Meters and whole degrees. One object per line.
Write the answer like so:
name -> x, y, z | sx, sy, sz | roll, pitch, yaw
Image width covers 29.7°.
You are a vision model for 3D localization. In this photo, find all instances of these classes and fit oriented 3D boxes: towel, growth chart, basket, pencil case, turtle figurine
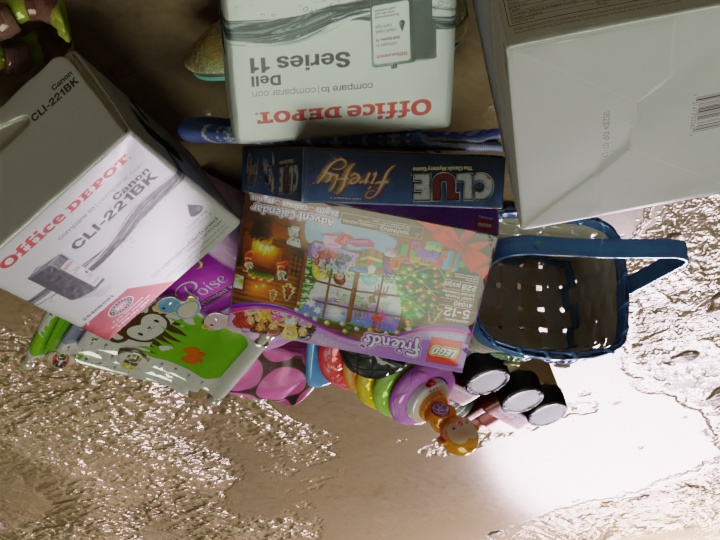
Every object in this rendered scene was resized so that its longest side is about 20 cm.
towel -> -0.013, -0.098, 0.965 | 0.198, 0.024, 0.144 | 5, -173, 29
growth chart -> -0.183, 0.062, 1.172 | 0.198, 0.018, 0.145 | 14, 139, -15
basket -> 0.172, 0.010, 1.201 | 0.174, 0.141, 0.200 | 3, 159, -15
pencil case -> -0.127, 0.073, 1.301 | 0.199, 0.092, 0.094 | 17, 135, -39
turtle figurine -> -0.273, -0.142, 0.916 | 0.159, 0.065, 0.201 | -12, 140, -9

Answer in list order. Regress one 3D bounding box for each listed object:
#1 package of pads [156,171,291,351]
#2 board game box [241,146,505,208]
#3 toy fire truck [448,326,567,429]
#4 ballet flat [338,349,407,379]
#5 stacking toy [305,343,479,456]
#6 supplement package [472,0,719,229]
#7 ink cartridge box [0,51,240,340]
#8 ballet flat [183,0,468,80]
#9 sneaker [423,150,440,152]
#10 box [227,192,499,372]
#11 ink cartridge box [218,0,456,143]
package of pads -> -0.104, -0.002, 1.185 | 0.120, 0.076, 0.199 | -29, 144, 28
board game box -> 0.001, -0.066, 0.937 | 0.134, 0.035, 0.200 | 1, -175, -15
toy fire truck -> 0.085, 0.118, 1.413 | 0.199, 0.130, 0.175 | -35, 141, 23
ballet flat -> -0.015, 0.001, 1.149 | 0.056, 0.067, 0.201 | -12, 114, 36
stacking toy -> 0.043, 0.102, 1.249 | 0.115, 0.200, 0.111 | -15, 131, -30
supplement package -> 0.145, -0.169, 0.829 | 0.145, 0.202, 0.192 | -10, 151, 4
ink cartridge box -> -0.194, -0.046, 0.974 | 0.144, 0.084, 0.200 | -41, 156, 3
ballet flat -> -0.025, -0.176, 0.925 | 0.197, 0.071, 0.071 | -6, 150, -1
sneaker -> 0.028, -0.019, 1.161 | 0.089, 0.070, 0.201 | -27, 151, -24
box -> 0.000, 0.000, 1.079 | 0.197, 0.039, 0.138 | 11, 125, -1
ink cartridge box -> -0.016, -0.184, 0.824 | 0.145, 0.084, 0.202 | -6, 130, -5
